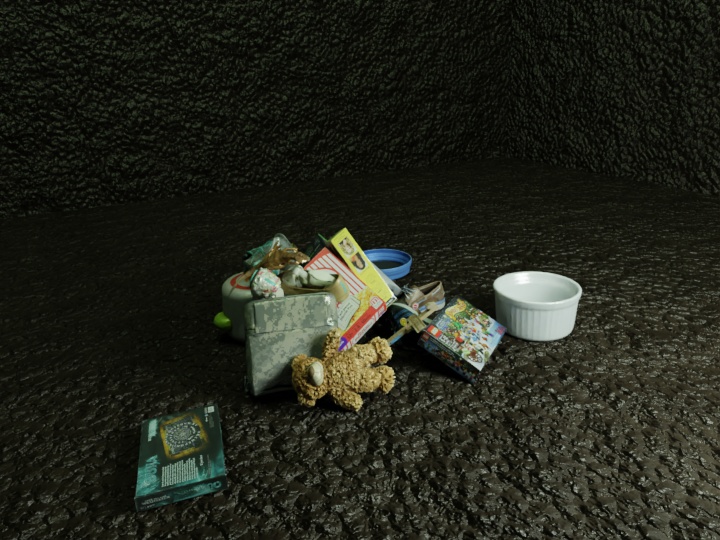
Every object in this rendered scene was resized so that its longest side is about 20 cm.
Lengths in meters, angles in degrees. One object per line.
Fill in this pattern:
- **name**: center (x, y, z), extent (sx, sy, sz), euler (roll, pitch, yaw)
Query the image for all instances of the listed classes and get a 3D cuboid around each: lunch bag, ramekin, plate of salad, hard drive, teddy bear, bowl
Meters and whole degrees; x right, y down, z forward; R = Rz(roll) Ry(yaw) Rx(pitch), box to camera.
- **lunch bag**: center (-0.134, 0.149, 1.080), extent (0.193, 0.173, 0.140), euler (-4, -20, -11)
- **ramekin**: center (0.404, 0.082, 1.276), extent (0.193, 0.101, 0.201), euler (-2, 19, 1)
- **plate of salad**: center (-0.181, 0.003, 1.422), extent (0.047, 0.207, 0.199), euler (-14, 22, -26)
- **hard drive**: center (0.017, -0.012, 1.479), extent (0.199, 0.026, 0.132), euler (43, 6, 21)
- **teddy bear**: center (-0.028, 0.183, 1.005), extent (0.194, 0.150, 0.067), euler (11, -5, -13)
- **bowl**: center (0.060, -0.017, 1.692), extent (0.193, 0.041, 0.201), euler (-2, 20, 1)

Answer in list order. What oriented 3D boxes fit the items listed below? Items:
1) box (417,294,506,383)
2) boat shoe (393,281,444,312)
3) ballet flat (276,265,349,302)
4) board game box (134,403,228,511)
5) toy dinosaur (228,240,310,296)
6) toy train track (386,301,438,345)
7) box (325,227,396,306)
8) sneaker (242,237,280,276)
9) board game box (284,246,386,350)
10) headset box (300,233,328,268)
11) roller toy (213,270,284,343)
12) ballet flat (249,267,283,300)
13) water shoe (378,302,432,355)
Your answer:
- **box**: center (0.217, 0.137, 1.156), extent (0.135, 0.038, 0.199), euler (34, 32, 15)
- **boat shoe**: center (0.127, 0.072, 1.380), extent (0.195, 0.075, 0.072), euler (-16, 22, -32)
- **ballet flat**: center (-0.111, 0.018, 1.166), extent (0.194, 0.064, 0.070), euler (8, 50, 27)
- **board game box**: center (-0.289, 0.293, 0.892), extent (0.131, 0.029, 0.200), euler (-9, 21, -15)
- **toy dinosaur**: center (-0.195, -0.018, 1.181), extent (0.195, 0.062, 0.106), euler (-21, 11, 23)
- **toy train track**: center (0.075, 0.124, 1.153), extent (0.198, 0.033, 0.115), euler (-38, 10, 0)
- **box**: center (0.000, 0.000, 1.275), extent (0.050, 0.202, 0.075), euler (-38, 6, -12)
- **sneaker**: center (-0.235, -0.034, 1.311), extent (0.088, 0.080, 0.200), euler (2, 15, -7)
- **board game box**: center (-0.061, 0.069, 1.219), extent (0.199, 0.047, 0.151), euler (40, 75, 21)
- **headset box**: center (-0.058, 0.011, 1.418), extent (0.172, 0.094, 0.200), euler (37, 6, -21)
- **roller toy**: center (-0.240, 0.075, 1.325), extent (0.177, 0.145, 0.200), euler (5, 20, 21)
- **ballet flat**: center (-0.187, 0.056, 1.131), extent (0.062, 0.077, 0.201), euler (23, -16, 3)
- **water shoe**: center (0.099, 0.128, 1.232), extent (0.078, 0.074, 0.197), euler (-22, 27, -39)
